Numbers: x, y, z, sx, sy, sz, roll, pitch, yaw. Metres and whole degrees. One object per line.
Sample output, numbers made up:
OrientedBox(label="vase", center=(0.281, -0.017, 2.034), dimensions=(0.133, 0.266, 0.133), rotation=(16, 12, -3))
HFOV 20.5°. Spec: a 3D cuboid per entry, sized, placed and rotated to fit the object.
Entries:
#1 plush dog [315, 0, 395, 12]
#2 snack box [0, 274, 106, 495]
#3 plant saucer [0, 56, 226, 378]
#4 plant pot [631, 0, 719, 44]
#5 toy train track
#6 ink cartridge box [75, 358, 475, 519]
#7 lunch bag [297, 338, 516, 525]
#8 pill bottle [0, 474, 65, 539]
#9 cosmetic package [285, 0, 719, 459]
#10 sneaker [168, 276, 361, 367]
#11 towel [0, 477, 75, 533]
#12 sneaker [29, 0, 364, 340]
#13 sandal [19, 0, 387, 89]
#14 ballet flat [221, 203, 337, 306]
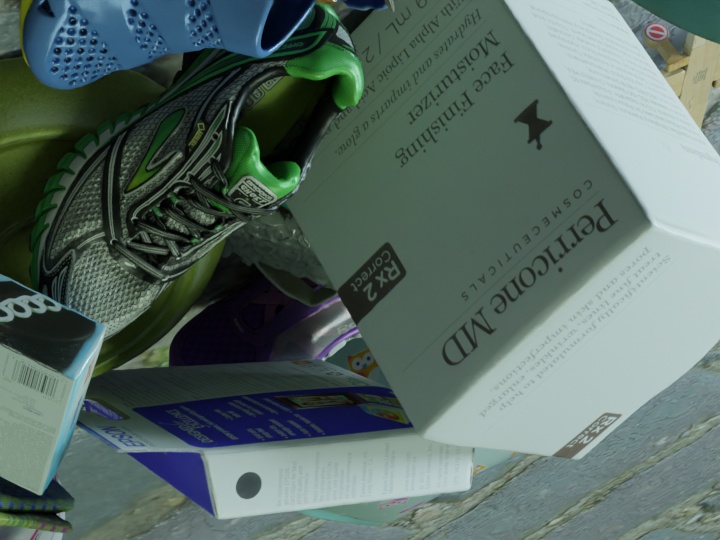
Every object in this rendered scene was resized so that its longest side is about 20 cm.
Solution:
OrientedBox(label="plush dog", center=(-0.080, -0.164, 0.745), dimensions=(0.170, 0.162, 0.200), rotation=(-3, 158, 10))
OrientedBox(label="snack box", center=(-0.223, 0.024, 0.938), dimensions=(0.199, 0.037, 0.116), rotation=(26, 143, -1))
OrientedBox(label="plant saucer", center=(-0.158, -0.012, 0.986), dimensions=(0.198, 0.031, 0.202), rotation=(-10, 129, -13))
OrientedBox(label="plant pot", center=(0.186, -0.211, 0.818), dimensions=(0.199, 0.201, 0.162), rotation=(-10, 139, -27))
OrientedBox(label="toy train track", center=(0.227, -0.140, 1.179), dimensions=(0.198, 0.033, 0.115), rotation=(-23, 149, -17))
OrientedBox(label="ink cartridge box", center=(-0.071, 0.085, 1.062), dimensions=(0.198, 0.044, 0.198), rotation=(0, -171, -26))
OrientedBox(label="lunch bag", center=(0.036, 0.095, 1.361), dimensions=(0.170, 0.123, 0.200), rotation=(-34, 148, 19))
OrientedBox(label="pill bottle", center=(-0.235, 0.141, 1.193), dimensions=(0.112, 0.114, 0.200), rotation=(-19, 167, -10))
OrientedBox(label="cosmetic package", center=(0.083, -0.034, 1.032), dimensions=(0.165, 0.201, 0.164), rotation=(-44, 149, 23))
OrientedBox(label="sneaker", center=(-0.027, 0.011, 1.200), dimensions=(0.199, 0.081, 0.089), rotation=(-25, 149, -11))
OrientedBox(label="towel", center=(-0.249, 0.075, 1.011), dimensions=(0.143, 0.199, 0.023), rotation=(19, 97, -52))
OrientedBox(label="sneaker", center=(-0.078, -0.045, 0.918), dimensions=(0.078, 0.085, 0.200), rotation=(33, 100, -37))
OrientedBox(label="sandal", center=(-0.059, -0.129, 0.875), dimensions=(0.199, 0.088, 0.079), rotation=(-27, 157, 10))
OrientedBox(label="ballet flat", center=(0.000, 0.000, 1.137), dimensions=(0.199, 0.072, 0.072), rotation=(29, 130, -23))
